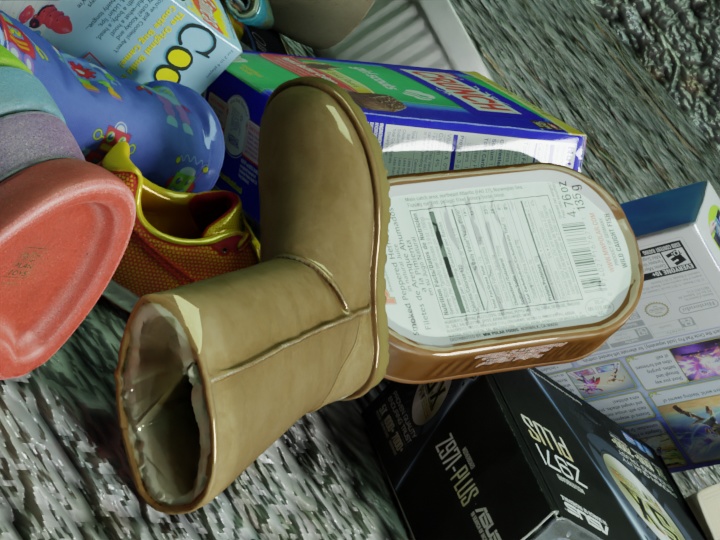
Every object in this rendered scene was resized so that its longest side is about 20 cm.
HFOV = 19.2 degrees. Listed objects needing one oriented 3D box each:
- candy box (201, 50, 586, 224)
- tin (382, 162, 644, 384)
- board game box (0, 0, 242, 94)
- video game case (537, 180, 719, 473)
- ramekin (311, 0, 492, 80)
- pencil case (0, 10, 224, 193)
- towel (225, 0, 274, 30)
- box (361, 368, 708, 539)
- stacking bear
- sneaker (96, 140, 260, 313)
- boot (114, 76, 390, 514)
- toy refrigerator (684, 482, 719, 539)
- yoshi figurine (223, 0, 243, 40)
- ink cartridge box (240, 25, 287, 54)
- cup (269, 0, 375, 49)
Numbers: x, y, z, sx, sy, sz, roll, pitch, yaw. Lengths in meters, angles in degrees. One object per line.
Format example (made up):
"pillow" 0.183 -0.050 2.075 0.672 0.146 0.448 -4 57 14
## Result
"candy box" 0.010 -0.076 1.275 0.198 0.078 0.169 5 15 -24
"tin" 0.066 -0.002 1.166 0.198 0.042 0.113 -7 66 -28
"board game box" -0.179 -0.165 1.187 0.200 0.105 0.103 36 18 -33
"video game case" 0.164 0.047 1.308 0.182 0.199 0.046 55 40 -26
"ramekin" 0.040 -0.136 1.586 0.201 0.104 0.200 60 5 -8
"pencil case" -0.155 -0.081 1.093 0.087 0.078 0.200 46 14 30
"towel" -0.085 -0.220 1.314 0.200 0.022 0.148 -95 169 -86
"box" 0.114 0.145 1.208 0.199 0.086 0.164 34 21 -36
"stacking bear" -0.197 -0.063 0.906 0.200 0.114 0.121 47 15 19
"sneaker" -0.069 0.006 1.102 0.200 0.077 0.073 34 18 -40
"boot" -0.049 0.004 1.009 0.200 0.066 0.177 -23 103 -63
"toy refrigerator" 0.243 0.170 1.344 0.200 0.069 0.076 86 -17 -79
"yoshi figurine" -0.147 -0.229 1.361 0.111 0.112 0.201 -9 66 -22
"ink cartridge box" -0.110 -0.200 1.563 0.099 0.039 0.201 33 20 -36
"cup" -0.065 -0.271 1.488 0.142 0.201 0.201 15 29 -24
